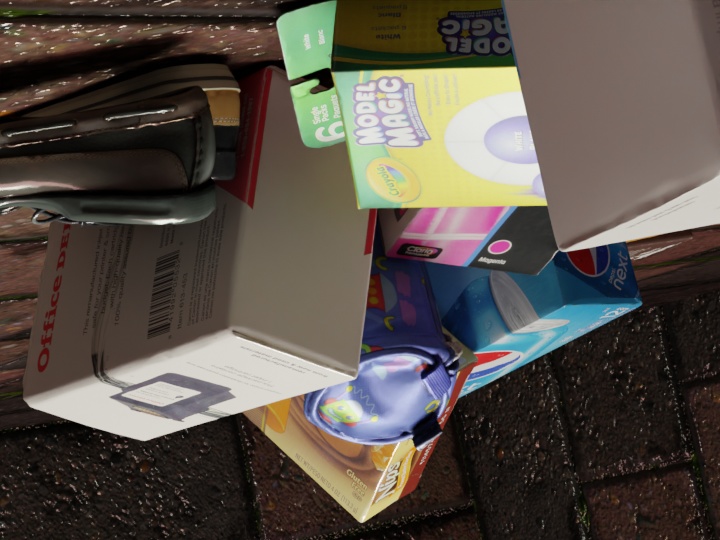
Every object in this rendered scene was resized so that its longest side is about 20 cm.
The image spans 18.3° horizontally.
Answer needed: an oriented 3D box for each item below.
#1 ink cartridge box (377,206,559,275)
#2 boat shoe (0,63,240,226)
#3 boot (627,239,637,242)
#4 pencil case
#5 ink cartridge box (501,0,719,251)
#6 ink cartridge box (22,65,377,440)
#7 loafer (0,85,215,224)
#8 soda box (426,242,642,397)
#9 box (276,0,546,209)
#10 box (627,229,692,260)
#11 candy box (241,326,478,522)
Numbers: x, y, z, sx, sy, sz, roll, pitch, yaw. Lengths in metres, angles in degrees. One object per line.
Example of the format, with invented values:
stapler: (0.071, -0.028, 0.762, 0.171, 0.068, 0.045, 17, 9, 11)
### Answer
ink cartridge box: (0.093, -0.068, 1.114, 0.094, 0.037, 0.200, 7, 142, -25)
boat shoe: (-0.136, -0.050, 1.116, 0.200, 0.062, 0.075, -15, 175, 38)
boot: (0.188, -0.047, 1.331, 0.201, 0.071, 0.144, -33, -147, -31)
pencil case: (0.000, 0.000, 1.202, 0.087, 0.200, 0.078, -14, 139, 3)
ink cartridge box: (0.171, -0.104, 0.805, 0.200, 0.147, 0.146, -10, 173, -20)
ink cartridge box: (-0.084, -0.003, 1.170, 0.084, 0.145, 0.200, 21, 155, -33)
loafer: (-0.164, -0.061, 1.020, 0.199, 0.063, 0.072, 3, -163, -5)
soda box: (0.067, 0.024, 1.293, 0.064, 0.068, 0.200, -1, 160, -39)
box: (0.065, -0.077, 1.014, 0.199, 0.048, 0.117, 1, 149, 8)
box: (0.105, -0.049, 1.417, 0.200, 0.100, 0.075, -9, 172, -29)
candy box: (-0.036, 0.036, 1.297, 0.055, 0.200, 0.116, -27, 151, -44)
